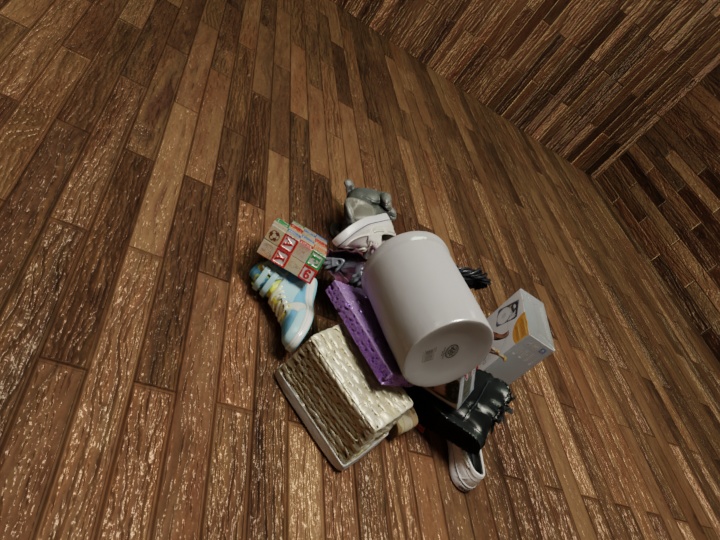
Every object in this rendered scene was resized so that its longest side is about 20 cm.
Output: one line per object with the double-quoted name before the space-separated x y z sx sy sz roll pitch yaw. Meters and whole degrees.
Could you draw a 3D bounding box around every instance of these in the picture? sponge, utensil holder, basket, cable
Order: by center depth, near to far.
"utensil holder" 0.109 0.064 0.893 0.168 0.171 0.201 15 34 -34
"basket" -0.024 0.200 0.901 0.135 0.124 0.201 -16 63 -52
"sponge" 0.022 0.108 0.917 0.111 0.030 0.201 22 29 -54
"cable" 0.261 0.008 1.398 0.199 0.162 0.052 24 75 -46

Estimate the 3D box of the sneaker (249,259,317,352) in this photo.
"sneaker" -0.152 0.055 0.980 0.130 0.080 0.201 32 25 -18

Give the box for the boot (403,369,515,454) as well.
"boot" 0.190 0.245 1.036 0.197 0.074 0.162 30 42 23

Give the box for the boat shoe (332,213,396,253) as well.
"boat shoe" 0.015 -0.070 1.140 0.066 0.072 0.199 57 29 6

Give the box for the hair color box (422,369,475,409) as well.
"hair color box" 0.113 0.156 0.988 0.198 0.100 0.061 28 51 31

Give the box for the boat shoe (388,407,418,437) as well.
"boat shoe" 0.040 0.206 1.003 0.064 0.071 0.202 -14 71 -35

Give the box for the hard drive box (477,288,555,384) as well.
"hard drive box" 0.336 0.168 1.234 0.076 0.200 0.157 30 34 -14

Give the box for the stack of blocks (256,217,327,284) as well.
"stack of blocks" -0.128 -0.049 1.057 0.114 0.059 0.200 31 9 -8

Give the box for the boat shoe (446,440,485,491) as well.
"boat shoe" 0.206 0.323 1.050 0.073 0.065 0.202 22 38 -26

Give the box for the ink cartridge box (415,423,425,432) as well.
"ink cartridge box" 0.092 0.199 1.094 0.200 0.045 0.176 43 32 1

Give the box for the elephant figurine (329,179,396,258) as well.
"elephant figurine" -0.004 -0.111 1.269 0.153 0.143 0.200 7 33 27

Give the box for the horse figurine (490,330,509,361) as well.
"horse figurine" 0.219 0.157 1.116 0.198 0.051 0.132 -14 30 -35

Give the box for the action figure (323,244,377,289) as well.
"action figure" 0.000 0.000 1.126 0.135 0.148 0.200 62 12 18
